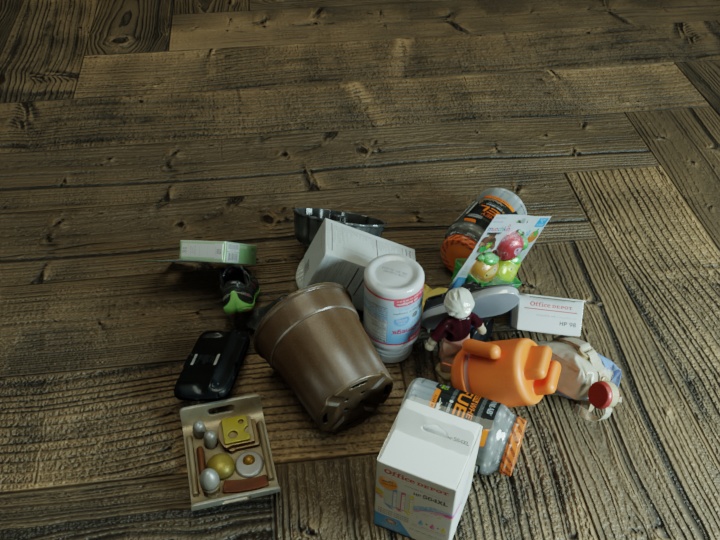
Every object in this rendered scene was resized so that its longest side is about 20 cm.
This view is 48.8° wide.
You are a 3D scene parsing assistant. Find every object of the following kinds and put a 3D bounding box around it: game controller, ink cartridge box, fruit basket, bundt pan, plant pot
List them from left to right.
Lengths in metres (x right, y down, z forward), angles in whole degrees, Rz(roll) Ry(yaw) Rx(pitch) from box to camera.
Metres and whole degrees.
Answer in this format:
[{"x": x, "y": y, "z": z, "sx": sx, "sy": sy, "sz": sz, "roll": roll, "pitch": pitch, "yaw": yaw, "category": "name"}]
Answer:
[{"x": -0.330, "y": -0.037, "z": 1.610, "sx": 0.200, "sy": 0.048, "sz": 0.146, "roll": 4, "pitch": 0, "yaw": 18, "category": "ink cartridge box"}, {"x": -0.271, "y": 0.171, "z": 1.456, "sx": 0.104, "sy": 0.042, "sz": 0.200, "roll": -8, "pitch": 28, "yaw": 12, "category": "game controller"}, {"x": -0.057, "y": 0.160, "z": 1.388, "sx": 0.200, "sy": 0.200, "sz": 0.198, "roll": -21, "pitch": 54, "yaw": -21, "category": "plant pot"}, {"x": -0.047, "y": -0.079, "z": 1.673, "sx": 0.202, "sy": 0.076, "sz": 0.202, "roll": 8, "pitch": 10, "yaw": -1, "category": "bundt pan"}, {"x": 0.101, "y": 0.306, "z": 1.212, "sx": 0.128, "sy": 0.200, "sz": 0.125, "roll": 16, "pitch": 45, "yaw": 17, "category": "ink cartridge box"}, {"x": 0.270, "y": -0.022, "z": 1.527, "sx": 0.185, "sy": 0.200, "sz": 0.094, "roll": -2, "pitch": 46, "yaw": -45, "category": "fruit basket"}, {"x": 0.342, "y": 0.081, "z": 1.467, "sx": 0.116, "sy": 0.067, "sz": 0.200, "roll": 6, "pitch": -1, "yaw": 7, "category": "ink cartridge box"}]

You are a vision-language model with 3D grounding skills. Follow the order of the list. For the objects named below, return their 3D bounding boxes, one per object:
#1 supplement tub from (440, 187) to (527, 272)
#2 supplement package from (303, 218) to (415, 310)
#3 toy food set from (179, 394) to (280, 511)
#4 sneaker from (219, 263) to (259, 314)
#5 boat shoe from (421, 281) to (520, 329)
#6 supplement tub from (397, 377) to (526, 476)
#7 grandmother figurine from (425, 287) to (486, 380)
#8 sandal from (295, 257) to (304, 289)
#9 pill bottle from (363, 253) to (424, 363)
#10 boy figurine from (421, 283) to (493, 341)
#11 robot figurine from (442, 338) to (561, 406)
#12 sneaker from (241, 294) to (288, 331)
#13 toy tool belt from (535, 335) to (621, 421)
[{"x": 0.260, "y": -0.080, "z": 1.686, "sx": 0.122, "sy": 0.123, "sz": 0.200, "roll": 25, "pitch": 48, "yaw": 24, "category": "supplement tub"}, {"x": 0.000, "y": 0.000, "z": 1.554, "sx": 0.200, "sy": 0.110, "sz": 0.114, "roll": 19, "pitch": 38, "yaw": -17, "category": "supplement package"}, {"x": -0.221, "y": 0.298, "z": 1.321, "sx": 0.143, "sy": 0.060, "sz": 0.200, "roll": -10, "pitch": 44, "yaw": -10, "category": "toy food set"}, {"x": -0.241, "y": 0.021, "z": 1.577, "sx": 0.077, "sy": 0.084, "sz": 0.200, "roll": -8, "pitch": 17, "yaw": -8, "category": "sneaker"}, {"x": 0.199, "y": 0.052, "z": 1.455, "sx": 0.200, "sy": 0.070, "sz": 0.066, "roll": -23, "pitch": 47, "yaw": 36, "category": "boat shoe"}, {"x": 0.166, "y": 0.262, "z": 1.316, "sx": 0.200, "sy": 0.123, "sz": 0.123, "roll": 16, "pitch": 45, "yaw": 16, "category": "supplement tub"}, {"x": 0.169, "y": 0.111, "z": 1.421, "sx": 0.121, "sy": 0.200, "sz": 0.061, "roll": -25, "pitch": 48, "yaw": -26, "category": "grandmother figurine"}, {"x": -0.083, "y": 0.042, "z": 1.611, "sx": 0.082, "sy": 0.050, "sz": 0.203, "roll": -19, "pitch": 45, "yaw": 4, "category": "sandal"}, {"x": 0.059, "y": 0.075, "z": 1.460, "sx": 0.109, "sy": 0.200, "sz": 0.109, "roll": 0, "pitch": 43, "yaw": 0, "category": "pill bottle"}, {"x": 0.157, "y": 0.080, "z": 1.555, "sx": 0.200, "sy": 0.064, "sz": 0.124, "roll": 29, "pitch": 47, "yaw": 29, "category": "boy figurine"}, {"x": 0.240, "y": 0.177, "z": 1.369, "sx": 0.200, "sy": 0.144, "sz": 0.117, "roll": -12, "pitch": 75, "yaw": 38, "category": "robot figurine"}, {"x": -0.125, "y": 0.080, "z": 1.524, "sx": 0.200, "sy": 0.060, "sz": 0.104, "roll": -31, "pitch": 57, "yaw": 8, "category": "sneaker"}, {"x": 0.400, "y": 0.188, "z": 1.393, "sx": 0.123, "sy": 0.125, "sz": 0.200, "roll": 8, "pitch": 11, "yaw": -33, "category": "toy tool belt"}]
